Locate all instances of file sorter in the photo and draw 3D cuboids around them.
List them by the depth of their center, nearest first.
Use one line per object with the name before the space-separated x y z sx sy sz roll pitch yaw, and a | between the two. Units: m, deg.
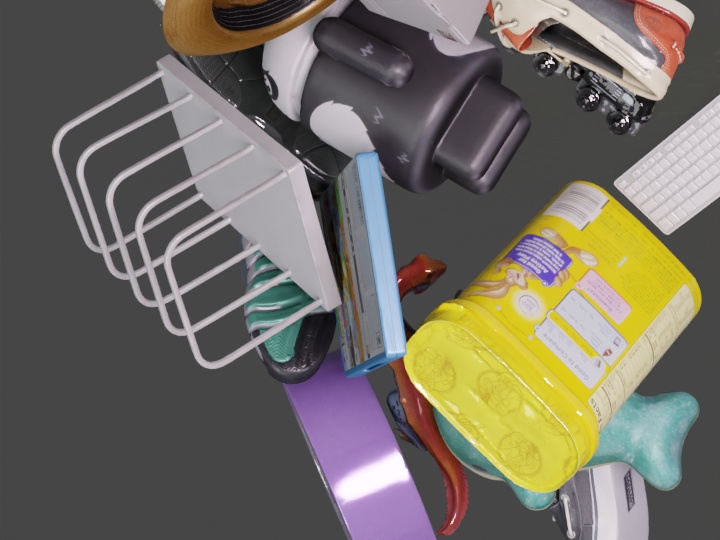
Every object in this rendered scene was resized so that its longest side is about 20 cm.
file sorter | -0.130 -0.043 1.655 0.200 0.124 0.140 41 154 45

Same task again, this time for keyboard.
keyboard | 0.252 -0.088 1.512 0.056 0.011 0.200 47 140 -1

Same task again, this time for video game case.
video game case | 0.000 0.000 1.603 0.200 0.018 0.145 143 119 -79

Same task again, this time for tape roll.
tape roll | 0.001 0.166 1.802 0.200 0.065 0.202 156 90 -85

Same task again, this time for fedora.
fedora | -0.065 -0.225 1.442 0.082 0.200 0.201 57 142 16

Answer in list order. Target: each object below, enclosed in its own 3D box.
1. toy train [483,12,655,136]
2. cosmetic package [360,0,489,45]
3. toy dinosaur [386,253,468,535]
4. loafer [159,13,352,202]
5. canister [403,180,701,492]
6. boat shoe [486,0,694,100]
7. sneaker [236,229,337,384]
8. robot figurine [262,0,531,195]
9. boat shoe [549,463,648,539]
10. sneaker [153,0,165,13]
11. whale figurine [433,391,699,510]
toy train | 0.126 -0.169 1.536 0.200 0.034 0.046 39 127 7
cosmetic package | 0.060 -0.257 1.384 0.090 0.201 0.107 25 174 24
toy dinosaur | 0.058 0.076 1.709 0.182 0.104 0.201 65 -178 -63
loafer | -0.089 -0.130 1.728 0.200 0.072 0.063 46 145 -2
canister | 0.143 0.042 1.564 0.148 0.200 0.087 44 140 3
boat shoe | 0.124 -0.175 1.476 0.198 0.063 0.071 21 169 9
sneaker | -0.061 0.020 1.765 0.074 0.201 0.088 -4 143 -7
robot figurine | 0.022 -0.133 1.583 0.199 0.125 0.151 31 138 16
boat shoe | 0.184 0.188 1.746 0.067 0.072 0.201 12 126 31
sneaker | -0.154 -0.282 1.630 0.088 0.076 0.200 -39 95 30
whale figurine | 0.151 0.100 1.635 0.198 0.160 0.104 16 164 14
